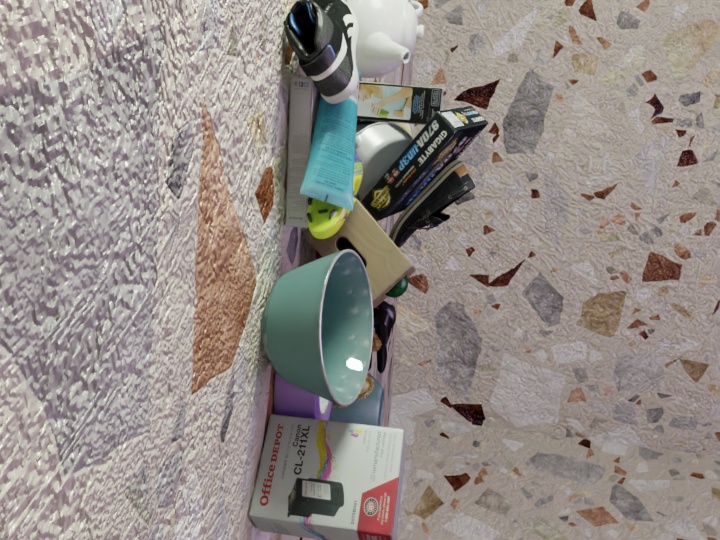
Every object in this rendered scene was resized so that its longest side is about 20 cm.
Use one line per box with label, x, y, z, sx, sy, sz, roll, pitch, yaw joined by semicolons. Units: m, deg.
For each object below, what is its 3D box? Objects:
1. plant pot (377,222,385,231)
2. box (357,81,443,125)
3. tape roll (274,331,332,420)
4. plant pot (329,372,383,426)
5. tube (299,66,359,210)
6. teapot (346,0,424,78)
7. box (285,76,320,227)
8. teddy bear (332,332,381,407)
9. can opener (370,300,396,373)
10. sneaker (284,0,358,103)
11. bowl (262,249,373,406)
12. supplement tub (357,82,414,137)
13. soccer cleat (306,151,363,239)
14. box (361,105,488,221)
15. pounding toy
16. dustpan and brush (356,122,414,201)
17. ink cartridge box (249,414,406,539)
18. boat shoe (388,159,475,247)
plant pot;0.004;-0.041;1.567;0.201;0.091;0.205;7;90;-82
box;0.039;-0.282;1.219;0.117;0.196;0.061;-64;159;-75
tape roll;-0.080;0.151;1.134;0.200;0.064;0.205;6;90;-83
plant pot;-0.027;0.260;1.378;0.200;0.132;0.205;6;90;-83
tube;-0.034;-0.183;0.976;0.050;0.076;0.204;140;-41;-62
teapot;0.052;-0.466;1.399;0.197;0.143;0.204;44;51;-82
box;-0.073;-0.175;1.048;0.144;0.036;0.204;-61;157;-73
teddy bear;-0.024;0.138;1.271;0.145;0.066;0.202;-48;-133;26
can opener;0.026;0.125;1.343;0.202;0.062;0.079;98;14;-51
sneaker;-0.053;-0.326;0.951;0.112;0.072;0.203;47;27;-50
bowl;-0.060;0.075;0.968;0.200;0.103;0.205;-1;90;-70
supplement tub;0.024;-0.235;1.352;0.147;0.142;0.202;88;10;-46
soccer cleat;-0.028;-0.103;1.036;0.202;0.063;0.085;-79;153;-48
box;0.105;-0.176;1.183;0.200;0.046;0.158;-48;170;29
pounding toy;0.000;0.000;1.180;0.142;0.201;0.184;-41;174;4
dustpan and brush;0.004;-0.193;1.160;0.140;0.057;0.200;-49;160;7
ink cartridge box;-0.042;0.293;1.013;0.083;0.196;0.148;79;18;-58
boat shoe;0.119;-0.101;1.250;0.200;0.062;0.074;-46;173;28
